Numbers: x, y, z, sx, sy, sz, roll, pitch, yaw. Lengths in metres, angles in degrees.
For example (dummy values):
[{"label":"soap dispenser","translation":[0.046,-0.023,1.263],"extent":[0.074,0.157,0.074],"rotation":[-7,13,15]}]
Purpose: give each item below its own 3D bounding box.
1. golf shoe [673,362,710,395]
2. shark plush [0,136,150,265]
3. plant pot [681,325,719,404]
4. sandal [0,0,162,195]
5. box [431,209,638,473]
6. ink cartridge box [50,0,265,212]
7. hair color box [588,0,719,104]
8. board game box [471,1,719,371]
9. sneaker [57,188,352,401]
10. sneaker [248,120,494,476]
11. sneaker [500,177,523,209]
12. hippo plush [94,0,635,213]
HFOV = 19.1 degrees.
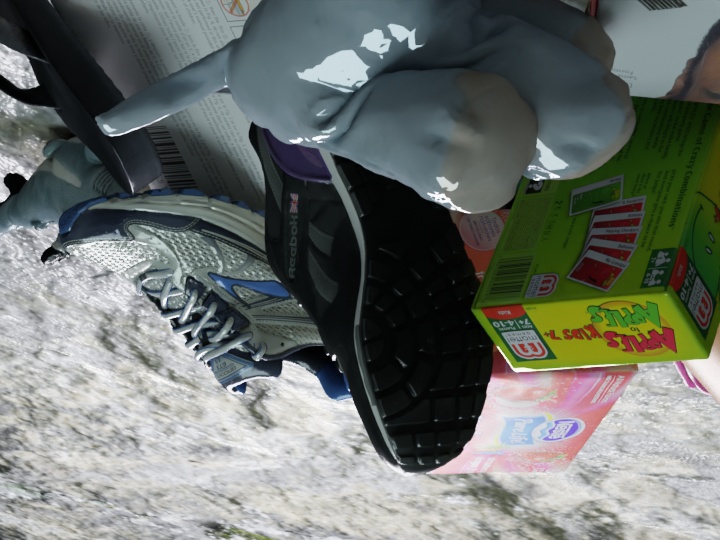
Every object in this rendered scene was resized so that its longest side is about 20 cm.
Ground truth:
[{"label":"golf shoe","translation":[0.214,0.044,1.310],"extent":[0.075,0.092,0.200],"rotation":[4,157,15]},{"label":"shark plush","translation":[-0.181,-0.043,1.314],"extent":[0.199,0.084,0.091],"rotation":[-3,153,30]},{"label":"plant pot","translation":[0.236,0.001,1.103],"extent":[0.140,0.201,0.200],"rotation":[34,153,-8]},{"label":"sandal","translation":[-0.170,-0.111,1.073],"extent":[0.200,0.043,0.076],"rotation":[49,166,33]},{"label":"box","translation":[0.084,0.044,1.200],"extent":[0.102,0.095,0.200],"rotation":[0,160,-7]},{"label":"ink cartridge box","translation":[-0.059,-0.115,1.051],"extent":[0.175,0.045,0.201],"rotation":[-1,131,31]},{"label":"hair color box","translation":[0.152,-0.136,0.859],"extent":[0.110,0.064,0.200],"rotation":[5,161,4]},{"label":"board game box","translation":[0.132,-0.048,0.995],"extent":[0.101,0.201,0.048],"rotation":[-6,137,36]},{"label":"sneaker","translation":[-0.065,0.016,1.107],"extent":[0.199,0.086,0.077],"rotation":[18,161,-26]},{"label":"sneaker","translation":[0.000,0.000,0.994],"extent":[0.075,0.202,0.087],"rotation":[-4,166,-36]},{"label":"sneaker","translation":[0.096,-0.030,1.239],"extent":[0.090,0.078,0.200],"rotation":[-3,162,13]},{"label":"hippo plush","translation":[0.020,-0.130,0.842],"extent":[0.199,0.159,0.162],"rotation":[15,117,28]}]
